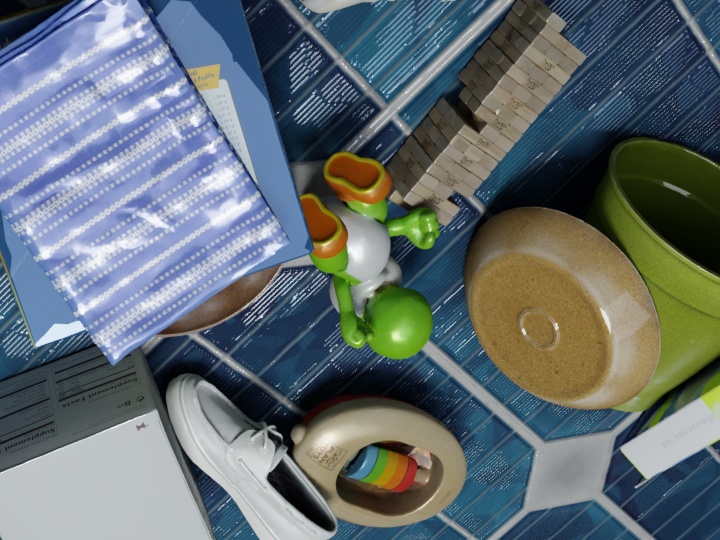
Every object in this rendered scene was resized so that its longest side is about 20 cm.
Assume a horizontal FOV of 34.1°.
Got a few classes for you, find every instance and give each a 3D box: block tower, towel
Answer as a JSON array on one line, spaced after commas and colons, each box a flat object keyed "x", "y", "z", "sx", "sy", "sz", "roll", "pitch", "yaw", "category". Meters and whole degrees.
[{"x": 0.100, "y": -0.128, "z": 0.967, "sx": 0.058, "sy": 0.054, "sz": 0.201, "roll": 27, "pitch": 109, "yaw": -35, "category": "block tower"}, {"x": -0.149, "y": -0.059, "z": 0.723, "sx": 0.144, "sy": 0.024, "sz": 0.201, "roll": -33, "pitch": 109, "yaw": -5, "category": "towel"}]

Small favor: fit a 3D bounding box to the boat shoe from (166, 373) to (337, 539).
[{"x": -0.092, "y": 0.168, "z": 1.032, "sx": 0.068, "sy": 0.072, "sz": 0.201, "roll": -27, "pitch": 101, "yaw": 28, "category": "boat shoe"}]

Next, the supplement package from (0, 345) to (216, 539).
[{"x": -0.225, "y": 0.184, "z": 1.002, "sx": 0.154, "sy": 0.111, "sz": 0.201, "roll": -21, "pitch": 127, "yaw": -9, "category": "supplement package"}]

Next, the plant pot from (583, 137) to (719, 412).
[{"x": 0.265, "y": 0.020, "z": 1.061, "sx": 0.199, "sy": 0.201, "sz": 0.194, "roll": 8, "pitch": 130, "yaw": -26, "category": "plant pot"}]

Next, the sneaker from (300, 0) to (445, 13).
[{"x": 0.049, "y": -0.230, "z": 0.871, "sx": 0.198, "sy": 0.075, "sz": 0.081, "roll": -24, "pitch": 137, "yaw": -5, "category": "sneaker"}]

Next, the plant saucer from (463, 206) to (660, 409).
[{"x": 0.163, "y": 0.043, "z": 1.022, "sx": 0.035, "sy": 0.199, "sz": 0.202, "roll": -36, "pitch": 136, "yaw": -39, "category": "plant saucer"}]

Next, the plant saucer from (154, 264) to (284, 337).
[{"x": -0.149, "y": -0.039, "z": 0.935, "sx": 0.198, "sy": 0.035, "sz": 0.202, "roll": -11, "pitch": 126, "yaw": -15, "category": "plant saucer"}]

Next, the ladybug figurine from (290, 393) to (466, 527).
[{"x": 0.013, "y": 0.174, "z": 1.119, "sx": 0.199, "sy": 0.072, "sz": 0.136, "roll": 28, "pitch": 109, "yaw": -35, "category": "ladybug figurine"}]

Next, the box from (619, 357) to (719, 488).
[{"x": 0.321, "y": 0.114, "z": 1.074, "sx": 0.122, "sy": 0.048, "sz": 0.200, "roll": -42, "pitch": 176, "yaw": -40, "category": "box"}]

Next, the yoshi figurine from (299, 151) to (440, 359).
[{"x": 0.014, "y": 0.004, "z": 0.954, "sx": 0.111, "sy": 0.113, "sz": 0.201, "roll": -9, "pitch": 146, "yaw": 9, "category": "yoshi figurine"}]

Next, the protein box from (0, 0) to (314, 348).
[{"x": -0.161, "y": -0.088, "z": 0.797, "sx": 0.197, "sy": 0.135, "sz": 0.202, "roll": -19, "pitch": 107, "yaw": -10, "category": "protein box"}]
